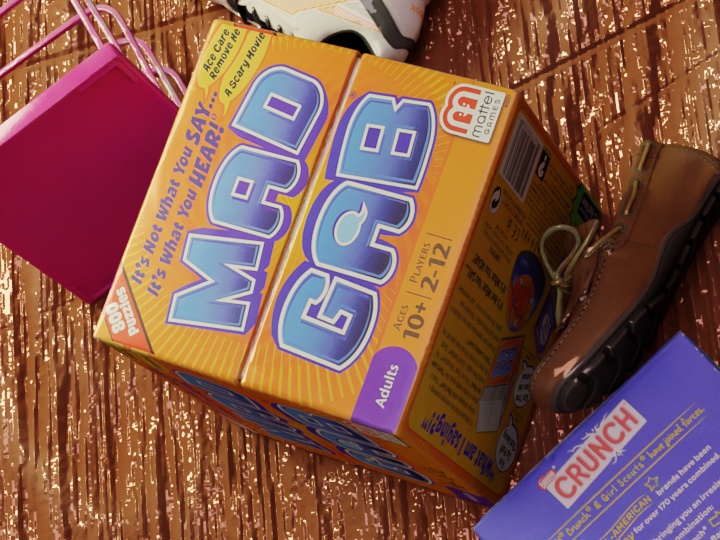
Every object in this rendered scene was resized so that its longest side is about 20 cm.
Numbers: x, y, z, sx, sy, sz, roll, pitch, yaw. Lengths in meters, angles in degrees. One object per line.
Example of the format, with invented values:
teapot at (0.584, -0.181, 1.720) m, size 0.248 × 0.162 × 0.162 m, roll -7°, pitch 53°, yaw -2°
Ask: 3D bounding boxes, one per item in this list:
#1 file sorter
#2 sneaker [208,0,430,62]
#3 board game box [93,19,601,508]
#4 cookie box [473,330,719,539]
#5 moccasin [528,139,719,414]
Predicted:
file sorter at (-0.190, -0.097, 1.343) m, size 0.138 × 0.200 × 0.126 m, roll -36°, pitch 62°, yaw 6°
sneaker at (-0.049, -0.180, 1.387) m, size 0.198 × 0.074 × 0.081 m, roll 11°, pitch 79°, yaw 23°
board game box at (0.000, 0.000, 1.239) m, size 0.198 × 0.200 × 0.202 m, roll 15°, pitch 78°, yaw 24°
cookie box at (0.193, 0.166, 1.183) m, size 0.171 × 0.075 × 0.200 m, roll -43°, pitch 65°, yaw 4°
moccasin at (0.146, -0.001, 1.224) m, size 0.077 × 0.074 × 0.202 m, roll 23°, pitch 62°, yaw 17°
